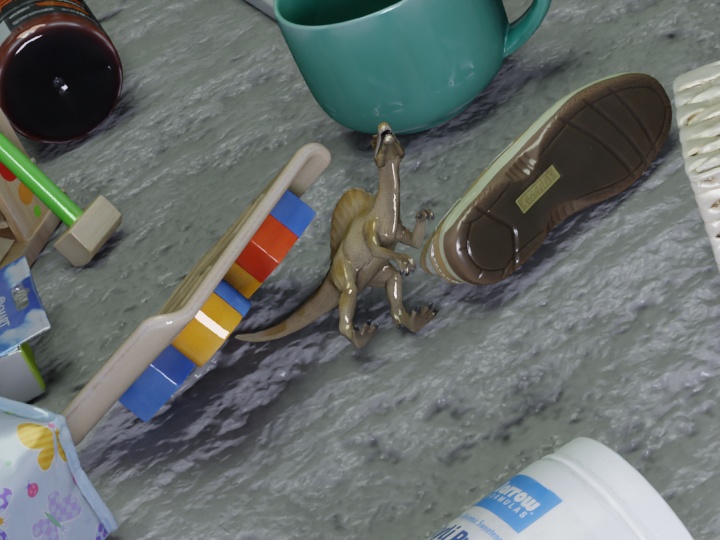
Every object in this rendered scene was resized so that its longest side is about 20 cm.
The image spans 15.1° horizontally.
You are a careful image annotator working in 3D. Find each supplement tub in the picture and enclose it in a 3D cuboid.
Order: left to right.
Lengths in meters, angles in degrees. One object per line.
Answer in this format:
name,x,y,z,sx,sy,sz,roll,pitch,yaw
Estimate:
supplement tub,-0.263,-0.182,2.197,0.107,0.107,0.200,-29,30,-6
supplement tub,0.065,0.187,1.324,0.200,0.132,0.132,-36,31,-15

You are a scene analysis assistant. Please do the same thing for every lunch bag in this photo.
lunch bag,-0.277,0.159,1.650,0.200,0.127,0.170,12,48,35

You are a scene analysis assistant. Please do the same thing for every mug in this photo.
mug,0.039,-0.165,1.923,0.185,0.115,0.152,13,47,47

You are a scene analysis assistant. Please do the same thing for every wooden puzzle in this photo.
wooden puzzle,-0.101,0.025,1.738,0.200,0.046,0.185,-50,3,-41

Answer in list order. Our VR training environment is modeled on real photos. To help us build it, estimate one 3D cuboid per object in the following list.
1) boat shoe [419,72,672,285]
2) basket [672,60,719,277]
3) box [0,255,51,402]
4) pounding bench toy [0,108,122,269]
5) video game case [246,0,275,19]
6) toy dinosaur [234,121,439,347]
boat shoe,0.113,-0.062,1.753,0.200,0.072,0.076,-36,13,-25
basket,0.286,-0.066,1.560,0.199,0.124,0.136,-18,31,12
box,-0.302,0.076,1.875,0.200,0.048,0.122,-28,30,-3
pounding bench toy,-0.288,-0.072,1.990,0.200,0.156,0.124,-7,34,29
video game case,-0.002,-0.258,2.198,0.182,0.023,0.200,-33,29,-11
toy dinosaur,0.000,0.000,1.730,0.058,0.200,0.101,3,41,-38
